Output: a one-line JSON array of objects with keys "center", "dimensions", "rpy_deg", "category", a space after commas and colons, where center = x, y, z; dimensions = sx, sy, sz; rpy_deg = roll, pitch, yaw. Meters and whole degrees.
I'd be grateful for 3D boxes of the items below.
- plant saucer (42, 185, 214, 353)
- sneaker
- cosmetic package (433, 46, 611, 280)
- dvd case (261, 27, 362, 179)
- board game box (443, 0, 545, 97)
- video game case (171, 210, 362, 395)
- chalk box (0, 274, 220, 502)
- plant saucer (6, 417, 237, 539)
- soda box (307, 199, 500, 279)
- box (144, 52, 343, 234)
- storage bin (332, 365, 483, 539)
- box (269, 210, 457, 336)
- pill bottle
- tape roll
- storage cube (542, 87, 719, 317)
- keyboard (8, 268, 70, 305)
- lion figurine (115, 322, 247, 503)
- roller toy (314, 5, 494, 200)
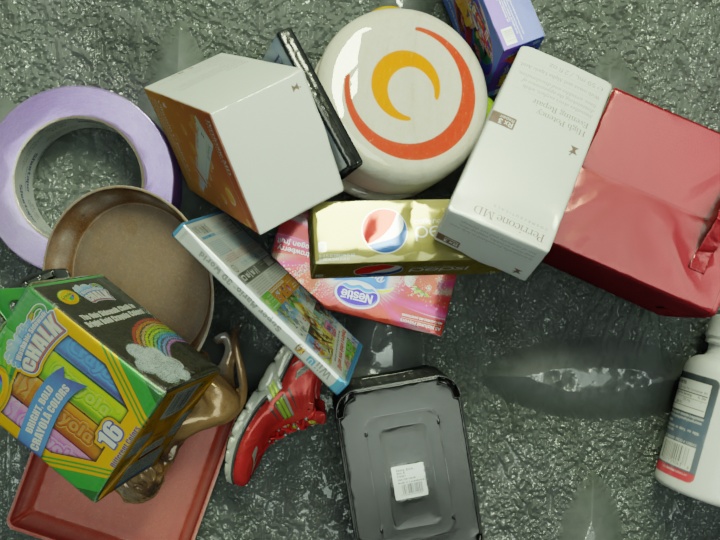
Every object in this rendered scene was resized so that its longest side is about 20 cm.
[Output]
[{"center": [-0.227, 0.015, 0.822], "dimensions": [0.200, 0.034, 0.201], "rpy_deg": [2, 97, 19], "category": "plant saucer"}, {"center": [-0.081, 0.154, 0.900], "dimensions": [0.085, 0.077, 0.200], "rpy_deg": [30, 89, 5], "category": "sneaker"}, {"center": [0.155, -0.104, 0.784], "dimensions": [0.101, 0.074, 0.200], "rpy_deg": [23, 67, 3], "category": "cosmetic package"}, {"center": [-0.068, -0.145, 0.843], "dimensions": [0.018, 0.200, 0.143], "rpy_deg": [-29, 93, -20], "category": "dvd case"}, {"center": [0.123, -0.301, 0.871], "dimensions": [0.045, 0.134, 0.200], "rpy_deg": [-20, 83, -3], "category": "board game box"}, {"center": [-0.080, 0.024, 0.776], "dimensions": [0.200, 0.143, 0.018], "rpy_deg": [44, 99, -2], "category": "video game case"}, {"center": [-0.257, 0.087, 0.749], "dimensions": [0.200, 0.125, 0.124], "rpy_deg": [36, 100, 9], "category": "chalk box"}, {"center": [-0.259, 0.216, 0.912], "dimensions": [0.199, 0.037, 0.201], "rpy_deg": [20, 90, -4], "category": "plant saucer"}, {"center": [0.049, -0.031, 0.820], "dimensions": [0.199, 0.068, 0.064], "rpy_deg": [-2, 77, -8], "category": "soda box"}, {"center": [-0.119, -0.133, 0.814], "dimensions": [0.097, 0.200, 0.125], "rpy_deg": [-30, 120, -19], "category": "box"}, {"center": [0.049, 0.216, 0.908], "dimensions": [0.135, 0.094, 0.201], "rpy_deg": [-9, 91, -4], "category": "storage bin"}, {"center": [0.000, 0.000, 0.900], "dimensions": [0.199, 0.095, 0.100], "rpy_deg": [14, 90, -4], "category": "box"}, {"center": [0.415, 0.157, 0.922], "dimensions": [0.119, 0.120, 0.201], "rpy_deg": [16, 90, -4], "category": "pill bottle"}, {"center": [-0.298, -0.094, 0.892], "dimensions": [0.199, 0.066, 0.201], "rpy_deg": [0, 91, -5], "category": "tape roll"}, {"center": [0.295, -0.063, 0.876], "dimensions": [0.179, 0.200, 0.171], "rpy_deg": [24, 89, 2], "category": "storage cube"}, {"center": [-0.315, 0.105, 0.838], "dimensions": [0.127, 0.021, 0.200], "rpy_deg": [-22, 88, 23], "category": "keyboard"}, {"center": [-0.186, 0.150, 0.860], "dimensions": [0.200, 0.072, 0.123], "rpy_deg": [-30, 79, 4], "category": "lion figurine"}, {"center": [0.030, -0.172, 0.879], "dimensions": [0.182, 0.140, 0.200], "rpy_deg": [-36, 93, -14], "category": "roller toy"}]
